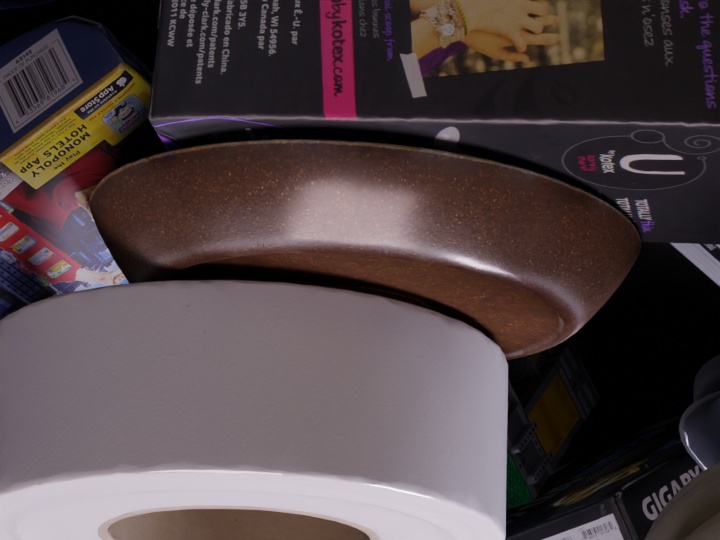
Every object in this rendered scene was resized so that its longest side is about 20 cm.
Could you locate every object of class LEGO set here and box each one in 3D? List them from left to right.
[{"bbox_3d":[0.005,0.041,1.211,0.199,0.116,0.154,-31,99,30],"label":"LEGO set"}]

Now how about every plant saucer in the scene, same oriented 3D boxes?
[{"bbox_3d":[0.000,0.000,1.023,0.199,0.035,0.200,5,164,1],"label":"plant saucer"}]

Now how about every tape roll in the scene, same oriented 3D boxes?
[{"bbox_3d":[-0.045,0.066,1.058,0.201,0.071,0.203,2,163,1],"label":"tape roll"}]

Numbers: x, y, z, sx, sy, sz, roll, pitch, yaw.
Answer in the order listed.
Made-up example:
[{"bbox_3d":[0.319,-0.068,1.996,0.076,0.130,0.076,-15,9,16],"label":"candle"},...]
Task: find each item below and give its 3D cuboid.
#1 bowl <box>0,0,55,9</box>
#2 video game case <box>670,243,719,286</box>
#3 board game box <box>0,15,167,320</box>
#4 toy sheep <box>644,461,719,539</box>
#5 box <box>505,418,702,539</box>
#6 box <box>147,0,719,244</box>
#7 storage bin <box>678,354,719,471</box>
[{"bbox_3d":[-0.153,-0.167,1.002,0.199,0.040,0.201,6,143,5],"label":"bowl"},{"bbox_3d":[0.236,-0.011,1.131,0.182,0.022,0.200,-24,130,38],"label":"video game case"},{"bbox_3d":[-0.131,0.002,1.111,0.199,0.062,0.200,-35,147,9],"label":"board game box"},{"bbox_3d":[0.149,0.117,0.952,0.137,0.200,0.139,1,100,8],"label":"toy sheep"},{"bbox_3d":[0.103,0.106,1.189,0.158,0.200,0.046,-25,89,38],"label":"box"},{"bbox_3d":[0.038,-0.078,0.995,0.198,0.107,0.122,2,162,11],"label":"box"},{"bbox_3d":[0.209,0.043,1.077,0.145,0.135,0.200,-16,134,31],"label":"storage bin"}]
